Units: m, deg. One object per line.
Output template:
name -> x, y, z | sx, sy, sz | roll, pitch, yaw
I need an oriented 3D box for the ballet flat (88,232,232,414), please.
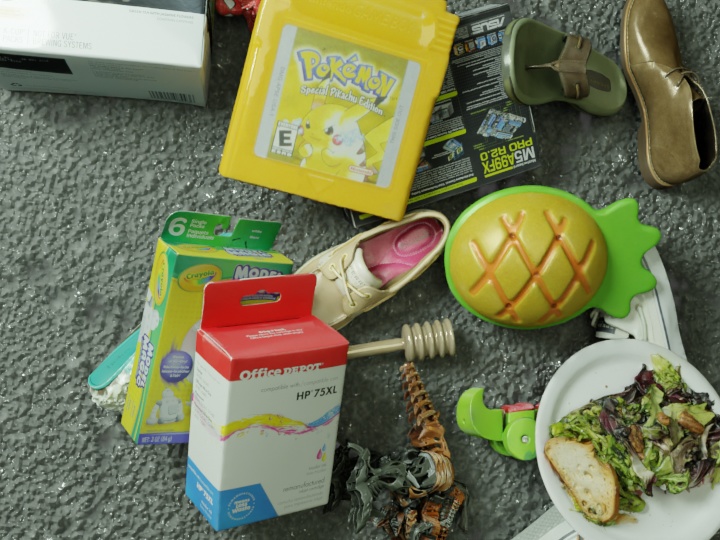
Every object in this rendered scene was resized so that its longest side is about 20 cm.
ballet flat -> -0.166, 0.053, 0.871 | 0.072, 0.072, 0.200 | 43, 83, -1

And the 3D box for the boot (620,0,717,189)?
boot -> 0.312, -0.187, 0.935 | 0.073, 0.075, 0.202 | -8, 86, -23

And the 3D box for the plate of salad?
plate of salad -> 0.254, 0.157, 0.844 | 0.198, 0.048, 0.202 | 4, 70, -10

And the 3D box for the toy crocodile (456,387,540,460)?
toy crocodile -> 0.188, 0.150, 0.896 | 0.198, 0.068, 0.062 | 6, 83, -6

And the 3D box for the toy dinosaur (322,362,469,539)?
toy dinosaur -> 0.039, 0.195, 0.877 | 0.135, 0.102, 0.202 | 2, 66, -22

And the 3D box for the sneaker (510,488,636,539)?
sneaker -> 0.200, 0.264, 0.883 | 0.199, 0.078, 0.080 | -36, 87, -1

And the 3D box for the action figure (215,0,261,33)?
action figure -> -0.042, -0.226, 0.890 | 0.198, 0.066, 0.099 | 9, 38, -4

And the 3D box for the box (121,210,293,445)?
box -> -0.130, 0.051, 0.821 | 0.117, 0.048, 0.202 | 4, 105, -36

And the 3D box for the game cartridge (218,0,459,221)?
game cartridge -> -0.017, -0.160, 0.833 | 0.175, 0.032, 0.202 | 13, 102, -16

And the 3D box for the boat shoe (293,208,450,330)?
boat shoe -> 0.000, 0.000, 0.886 | 0.199, 0.069, 0.074 | -35, 90, -9

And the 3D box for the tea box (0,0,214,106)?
tea box -> -0.232, -0.267, 0.850 | 0.198, 0.134, 0.199 | 5, 85, -7

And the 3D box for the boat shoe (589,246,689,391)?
boat shoe -> 0.261, 0.046, 0.918 | 0.069, 0.071, 0.202 | -16, 93, -11

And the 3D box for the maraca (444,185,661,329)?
maraca -> 0.177, -0.011, 0.874 | 0.198, 0.107, 0.138 | 0, 110, 2

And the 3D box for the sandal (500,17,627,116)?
sandal -> 0.201, -0.194, 0.891 | 0.200, 0.057, 0.081 | 0, 90, -41

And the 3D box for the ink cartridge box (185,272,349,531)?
ink cartridge box -> -0.080, 0.110, 0.810 | 0.115, 0.067, 0.202 | -6, 112, -34

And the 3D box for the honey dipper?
honey dipper -> -0.009, 0.078, 0.894 | 0.198, 0.038, 0.038 | -8, 86, -6

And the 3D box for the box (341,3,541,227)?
box -> 0.061, -0.148, 0.895 | 0.198, 0.044, 0.162 | -19, 108, -8
